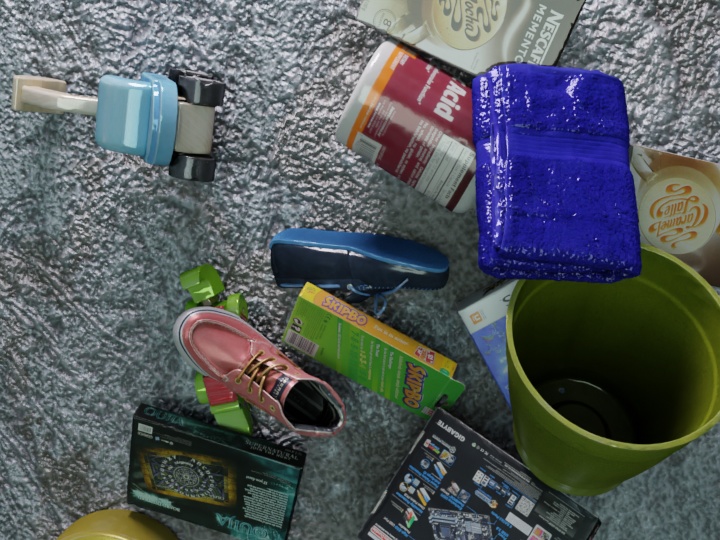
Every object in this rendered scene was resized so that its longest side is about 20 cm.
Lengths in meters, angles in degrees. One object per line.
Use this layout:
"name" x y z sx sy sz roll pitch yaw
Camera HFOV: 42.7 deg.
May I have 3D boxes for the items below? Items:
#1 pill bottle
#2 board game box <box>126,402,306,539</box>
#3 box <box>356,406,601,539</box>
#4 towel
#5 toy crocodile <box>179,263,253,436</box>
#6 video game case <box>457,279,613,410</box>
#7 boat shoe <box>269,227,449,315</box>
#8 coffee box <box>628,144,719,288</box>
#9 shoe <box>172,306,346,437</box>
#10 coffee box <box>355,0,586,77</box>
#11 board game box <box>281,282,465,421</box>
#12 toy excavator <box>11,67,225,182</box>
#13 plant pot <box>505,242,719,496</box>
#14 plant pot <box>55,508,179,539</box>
"pill bottle" 0.084 -0.131 0.914 0.197 0.114 0.116 30 103 0
"board game box" -0.167 0.236 1.044 0.196 0.028 0.138 17 121 4
"box" 0.117 0.260 0.925 0.198 0.046 0.161 31 84 25
"towel" 0.172 -0.091 0.813 0.144 0.050 0.204 2 66 1
"toy crocodile" -0.156 0.092 1.015 0.066 0.062 0.205 -6 101 8
"video game case" 0.226 0.082 0.976 0.179 0.045 0.203 -29 97 12
"boat shoe" 0.000 0.000 0.980 0.196 0.084 0.070 11 111 22
"coffee box" 0.330 -0.045 0.895 0.195 0.080 0.117 12 95 -7
"shoe" -0.101 0.106 0.962 0.199 0.091 0.072 38 77 -25
"coffee box" 0.108 -0.256 0.903 0.197 0.080 0.115 25 103 1
"board game box" 0.014 0.092 0.987 0.197 0.030 0.096 30 142 2
"toy excavator" -0.254 -0.167 0.948 0.196 0.194 0.102 5 104 -23
"plant pot" 0.216 0.110 0.846 0.196 0.204 0.195 10 146 5
"plant pot" -0.297 0.403 1.031 0.196 0.189 0.206 1 102 6
